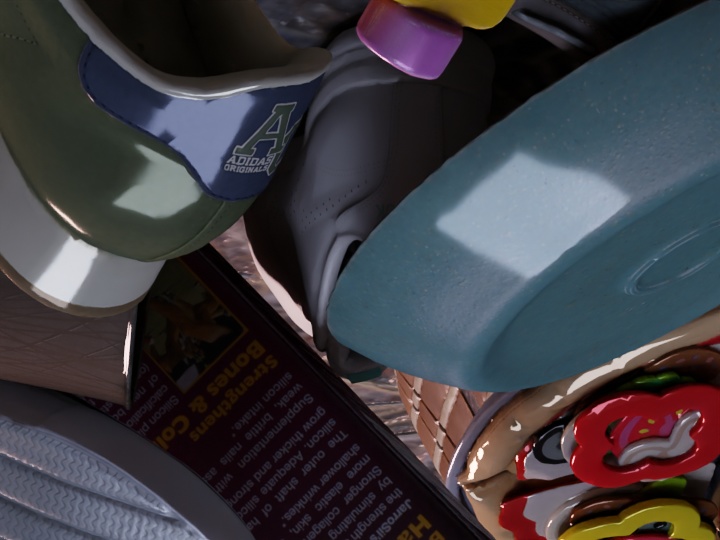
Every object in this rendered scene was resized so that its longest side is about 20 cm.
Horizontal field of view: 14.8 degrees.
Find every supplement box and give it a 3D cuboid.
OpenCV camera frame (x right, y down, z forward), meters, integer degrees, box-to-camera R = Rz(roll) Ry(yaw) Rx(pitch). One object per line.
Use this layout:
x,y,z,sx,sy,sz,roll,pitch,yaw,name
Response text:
-0.051,0.068,0.890,0.110,0.200,0.086,-45,156,1,supplement box

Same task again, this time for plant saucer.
0.086,-0.017,0.794,0.200,0.036,0.200,-26,162,-9,plant saucer

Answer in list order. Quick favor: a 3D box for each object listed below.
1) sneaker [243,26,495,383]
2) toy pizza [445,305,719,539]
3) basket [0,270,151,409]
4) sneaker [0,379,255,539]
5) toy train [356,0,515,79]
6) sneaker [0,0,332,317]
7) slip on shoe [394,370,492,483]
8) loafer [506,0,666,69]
0.000,0.000,0.896,0.075,0.089,0.200,2,158,-5,sneaker
0.128,0.062,0.957,0.200,0.032,0.200,-11,148,-7,toy pizza
-0.152,-0.044,0.756,0.199,0.136,0.180,7,157,-2,basket
-0.110,0.045,0.829,0.200,0.071,0.073,29,122,9,sneaker
0.034,-0.128,0.598,0.150,0.056,0.200,-39,133,1,toy train
-0.073,-0.096,0.581,0.090,0.200,0.067,-33,175,41,sneaker
0.059,0.036,1.016,0.060,0.076,0.200,-25,163,-14,slip on shoe
-0.006,-0.091,0.679,0.200,0.072,0.063,10,117,-23,loafer
